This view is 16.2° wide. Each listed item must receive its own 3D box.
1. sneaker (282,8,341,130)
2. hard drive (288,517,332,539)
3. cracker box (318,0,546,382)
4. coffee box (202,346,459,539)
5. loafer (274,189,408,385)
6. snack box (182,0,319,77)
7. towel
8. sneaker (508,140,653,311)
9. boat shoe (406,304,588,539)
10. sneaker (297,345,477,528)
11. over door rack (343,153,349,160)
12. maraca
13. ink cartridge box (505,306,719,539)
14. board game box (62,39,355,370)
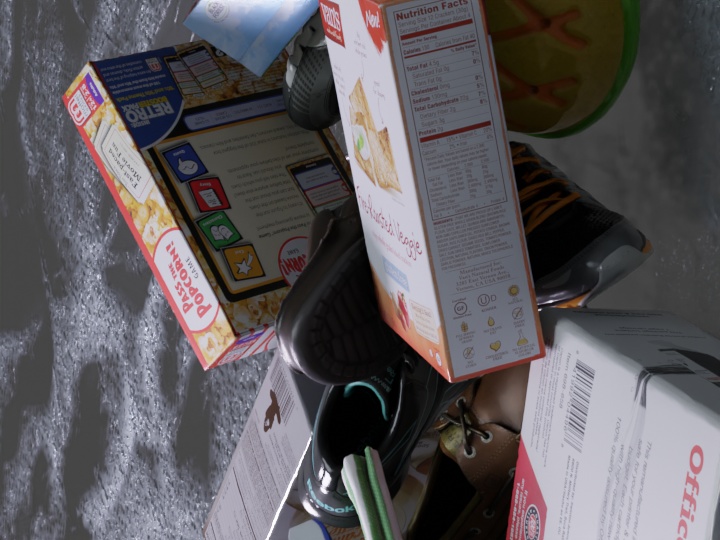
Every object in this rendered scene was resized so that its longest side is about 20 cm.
[{"bbox_3d":[0.026,-0.141,1.536,0.200,0.066,0.091,-46,54,29],"label":"sneaker"},{"bbox_3d":[0.013,0.253,1.518,0.200,0.025,0.132,64,-177,-49],"label":"hard drive"},{"bbox_3d":[0.034,-0.057,1.313,0.134,0.058,0.201,-139,37,-70],"label":"cracker box"},{"bbox_3d":[-0.017,0.134,1.616,0.200,0.114,0.080,112,147,-44],"label":"coffee box"},{"bbox_3d":[0.000,0.000,1.449,0.071,0.200,0.073,-4,118,32],"label":"loafer"},{"bbox_3d":[-0.013,-0.239,1.537,0.200,0.068,0.169,-60,9,-34],"label":"snack box"},{"bbox_3d":[0.027,0.207,1.438,0.200,0.023,0.153,77,177,-57],"label":"towel"},{"bbox_3d":[0.089,-0.029,1.383,0.077,0.078,0.200,62,166,-22],"label":"sneaker"},{"bbox_3d":[0.079,0.100,1.447,0.072,0.068,0.200,-121,39,-51],"label":"boat shoe"},{"bbox_3d":[0.028,0.056,1.479,0.079,0.075,0.200,81,-147,-69],"label":"sneaker"},{"bbox_3d":[-0.012,-0.134,1.683,0.200,0.066,0.148,-19,72,51],"label":"over door rack"},{"bbox_3d":[0.093,-0.160,1.352,0.137,0.107,0.200,26,130,23],"label":"maraca"},{"bbox_3d":[0.155,0.114,1.247,0.200,0.083,0.145,-143,58,-64],"label":"ink cartridge box"},{"bbox_3d":[-0.075,-0.050,1.587,0.046,0.151,0.200,-45,68,47],"label":"board game box"}]
